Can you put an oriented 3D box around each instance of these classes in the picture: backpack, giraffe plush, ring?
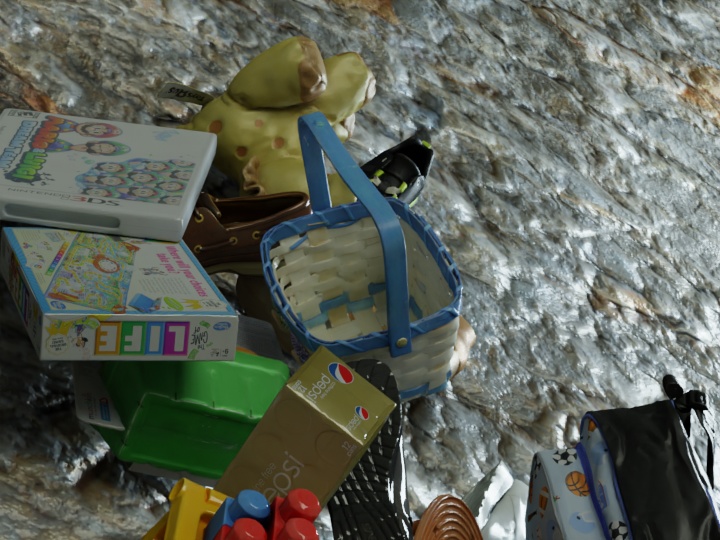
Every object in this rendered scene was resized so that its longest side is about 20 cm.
[{"bbox_3d":[0.202,0.214,1.430,0.153,0.191,0.201,-9,49,2],"label":"backpack"},{"bbox_3d":[-0.064,-0.089,1.677,0.199,0.173,0.163,-6,57,-36],"label":"giraffe plush"},{"bbox_3d":[0.057,0.255,1.337,0.019,0.201,0.201,-2,25,20],"label":"ring"}]

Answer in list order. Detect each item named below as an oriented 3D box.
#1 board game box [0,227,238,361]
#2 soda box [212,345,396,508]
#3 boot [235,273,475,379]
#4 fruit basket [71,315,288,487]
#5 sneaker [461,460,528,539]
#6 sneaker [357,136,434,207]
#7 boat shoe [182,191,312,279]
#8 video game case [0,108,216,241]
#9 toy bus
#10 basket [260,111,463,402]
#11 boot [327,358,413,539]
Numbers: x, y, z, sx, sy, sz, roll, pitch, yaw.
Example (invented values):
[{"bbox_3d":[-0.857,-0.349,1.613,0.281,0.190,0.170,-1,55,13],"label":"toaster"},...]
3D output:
[{"bbox_3d":[-0.176,0.014,1.375,0.134,0.034,0.200,1,18,-18],"label":"board game box"},{"bbox_3d":[-0.059,0.149,1.310,0.068,0.200,0.064,37,32,4],"label":"soda box"},{"bbox_3d":[-0.001,0.038,1.655,0.201,0.071,0.144,27,18,4],"label":"boot"},{"bbox_3d":[-0.135,0.077,1.448,0.185,0.094,0.200,14,20,-23],"label":"fruit basket"},{"bbox_3d":[0.100,0.223,1.493,0.081,0.076,0.200,45,33,-2],"label":"sneaker"},{"bbox_3d":[0.013,-0.075,1.784,0.072,0.083,0.200,36,32,3],"label":"sneaker"},{"bbox_3d":[-0.132,-0.033,1.561,0.199,0.068,0.072,-3,35,-13],"label":"boat shoe"},{"bbox_3d":[-0.216,-0.079,1.534,0.181,0.024,0.200,7,23,1],"label":"video game case"},{"bbox_3d":[-0.090,0.226,1.192,0.135,0.192,0.200,27,34,-16],"label":"toy bus"},{"bbox_3d":[0.000,0.000,1.467,0.139,0.201,0.176,-14,37,-14],"label":"basket"},{"bbox_3d":[0.007,0.177,1.404,0.069,0.132,0.201,-5,55,7],"label":"boot"}]
